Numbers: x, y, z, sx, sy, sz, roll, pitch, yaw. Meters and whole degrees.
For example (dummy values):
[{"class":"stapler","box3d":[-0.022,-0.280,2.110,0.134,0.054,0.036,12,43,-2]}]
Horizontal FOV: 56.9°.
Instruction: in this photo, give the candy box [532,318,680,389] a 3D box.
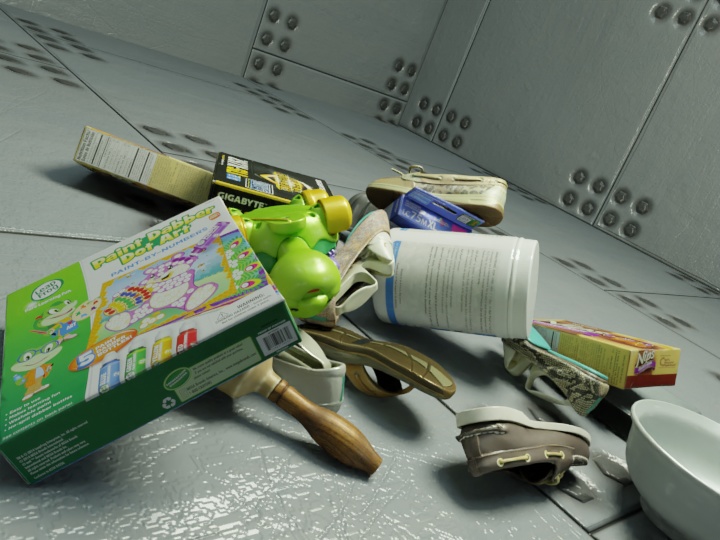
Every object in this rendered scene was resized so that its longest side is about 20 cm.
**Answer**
[{"class":"candy box","box3d":[0.323,0.112,0.936,0.116,0.057,0.200,4,7,-33]}]

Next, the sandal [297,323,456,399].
[{"class":"sandal","box3d":[0.010,0.104,0.710,0.199,0.054,0.080,15,7,27]}]

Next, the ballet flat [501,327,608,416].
[{"class":"ballet flat","box3d":[0.234,0.122,0.874,0.068,0.076,0.200,24,11,-36]}]

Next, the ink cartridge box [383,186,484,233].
[{"class":"ink cartridge box","box3d":[0.076,-0.048,0.972,0.119,0.042,0.200,25,-28,-17]}]

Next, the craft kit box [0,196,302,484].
[{"class":"craft kit box","box3d":[-0.168,0.035,0.508,0.199,0.049,0.198,-27,32,-11]}]

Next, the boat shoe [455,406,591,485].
[{"class":"boat shoe","box3d":[0.167,0.180,0.653,0.200,0.072,0.060,24,54,-41]}]

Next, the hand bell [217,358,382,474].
[{"class":"hand bell","box3d":[-0.066,0.110,0.575,0.200,0.104,0.104,38,19,4]}]

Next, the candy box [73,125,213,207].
[{"class":"candy box","box3d":[-0.301,-0.142,0.975,0.199,0.056,0.115,19,-3,-9]}]

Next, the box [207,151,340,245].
[{"class":"box","box3d":[-0.113,-0.095,0.854,0.159,0.050,0.200,12,17,-13]}]

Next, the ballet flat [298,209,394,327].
[{"class":"ballet flat","box3d":[0.000,0.000,0.786,0.067,0.068,0.200,19,48,27]}]

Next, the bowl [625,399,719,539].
[{"class":"bowl","box3d":[0.355,0.229,0.687,0.200,0.091,0.201,21,18,-7]}]

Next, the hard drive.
[{"class":"hard drive","box3d":[0.382,0.185,0.941,0.199,0.033,0.139,2,27,-48]}]

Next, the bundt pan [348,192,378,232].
[{"class":"bundt pan","box3d":[0.058,-0.076,1.153,0.201,0.076,0.202,22,3,-1]}]

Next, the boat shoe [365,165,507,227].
[{"class":"boat shoe","box3d":[0.107,-0.108,0.949,0.199,0.063,0.073,11,-26,14]}]

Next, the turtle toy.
[{"class":"turtle toy","box3d":[-0.077,-0.017,0.675,0.145,0.102,0.200,-13,16,-16]}]

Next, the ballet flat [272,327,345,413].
[{"class":"ballet flat","box3d":[-0.095,0.069,0.650,0.199,0.070,0.069,29,19,19]}]

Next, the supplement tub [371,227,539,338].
[{"class":"supplement tub","box3d":[0.125,0.015,0.873,0.199,0.133,0.132,7,12,20]}]

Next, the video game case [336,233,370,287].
[{"class":"video game case","box3d":[-0.070,-0.032,1.043,0.181,0.023,0.200,8,23,-38]}]
